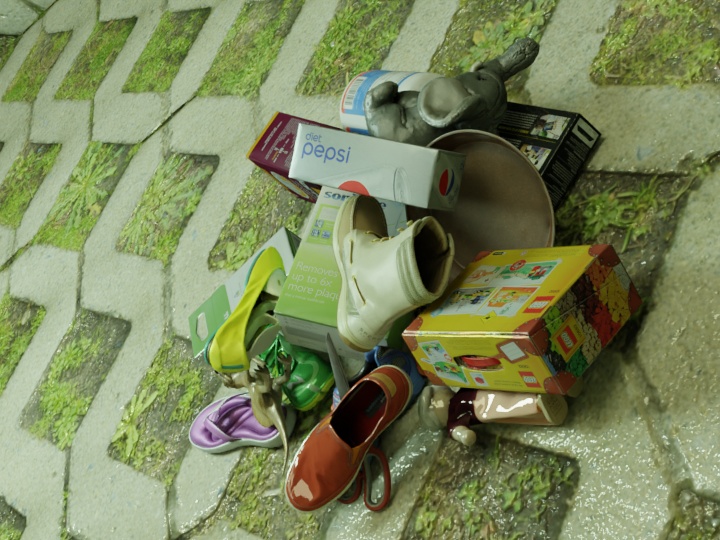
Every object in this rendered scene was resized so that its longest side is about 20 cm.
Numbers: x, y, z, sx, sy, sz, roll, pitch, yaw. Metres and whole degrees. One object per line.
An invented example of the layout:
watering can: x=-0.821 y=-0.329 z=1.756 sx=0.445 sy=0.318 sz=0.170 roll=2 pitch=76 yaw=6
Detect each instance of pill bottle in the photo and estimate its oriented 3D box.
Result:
pill bottle: x=0.069 y=-0.209 z=1.751 sx=0.200 sy=0.112 sz=0.112 roll=17 pitch=72 yaw=55

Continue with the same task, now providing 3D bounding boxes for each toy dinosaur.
toy dinosaur: x=-0.113 y=0.155 z=1.613 sx=0.200 sy=0.058 sz=0.101 roll=45 pitch=133 yaw=45

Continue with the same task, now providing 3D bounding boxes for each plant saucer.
plant saucer: x=0.141 y=-0.065 z=1.495 sx=0.200 sy=0.200 sz=0.034 roll=-16 pitch=5 yaw=42

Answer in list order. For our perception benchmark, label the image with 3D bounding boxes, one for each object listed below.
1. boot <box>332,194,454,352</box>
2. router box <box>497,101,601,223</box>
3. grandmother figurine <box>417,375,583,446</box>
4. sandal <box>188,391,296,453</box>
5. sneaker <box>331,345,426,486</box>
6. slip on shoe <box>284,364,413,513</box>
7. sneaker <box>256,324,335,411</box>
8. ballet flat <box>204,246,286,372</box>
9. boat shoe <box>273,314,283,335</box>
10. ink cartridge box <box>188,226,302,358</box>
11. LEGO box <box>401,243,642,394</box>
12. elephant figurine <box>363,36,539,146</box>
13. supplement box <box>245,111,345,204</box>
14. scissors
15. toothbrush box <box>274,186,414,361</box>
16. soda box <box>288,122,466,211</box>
boot: x=0.037 y=-0.026 z=1.464 sx=0.155 sy=0.072 sz=0.200 roll=-39 pitch=42 yaw=45
router box: x=0.178 y=-0.129 z=1.593 sx=0.149 sy=0.051 sz=0.200 roll=-58 pitch=33 yaw=-6
grandmother figurine: x=0.134 y=0.142 z=1.388 sx=0.200 sy=0.061 sz=0.121 roll=-13 pitch=22 yaw=48
sandal: x=-0.161 y=0.189 z=1.703 sx=0.203 sy=0.050 sz=0.083 roll=-11 pitch=51 yaw=43
sneaker: x=-0.011 y=0.168 z=1.514 sx=0.200 sy=0.078 sz=0.075 roll=-56 pitch=32 yaw=-7
slip on shoe: x=-0.021 y=0.184 z=1.432 sx=0.074 sy=0.061 sz=0.200 roll=44 pitch=107 yaw=18
sneaker: x=-0.096 y=0.113 z=1.667 sx=0.074 sy=0.084 sz=0.200 roll=-51 pitch=33 yaw=0
ballet flat: x=-0.121 y=0.050 z=1.608 sx=0.067 sy=0.067 sz=0.200 roll=6 pitch=45 yaw=24
boat shoe: x=-0.055 y=0.006 z=1.690 sx=0.200 sy=0.070 sz=0.066 roll=-58 pitch=-15 yaw=-47
ink cartridge box: x=-0.147 y=0.044 z=1.817 sx=0.200 sy=0.059 sz=0.104 roll=-42 pitch=34 yaw=15
LEGO box: x=0.165 y=0.049 z=1.361 sx=0.149 sy=0.077 sz=0.200 roll=-44 pitch=23 yaw=-28
elephant figurine: x=0.112 y=-0.184 z=1.561 sx=0.200 sy=0.141 sz=0.155 roll=-10 pitch=90 yaw=27
supplement box: x=-0.060 y=-0.149 z=1.851 sx=0.086 sy=0.110 sz=0.200 roll=-56 pitch=33 yaw=-6
scissors: x=-0.003 y=0.167 z=1.466 sx=0.073 sy=0.014 sz=0.200 roll=-5 pitch=84 yaw=27
toothbrush box: x=0.000 y=0.000 z=1.598 sx=0.145 sy=0.086 sz=0.200 roll=13 pitch=62 yaw=15
soda box: x=0.017 y=-0.118 z=1.499 sx=0.200 sy=0.063 sz=0.068 roll=15 pitch=97 yaw=34
